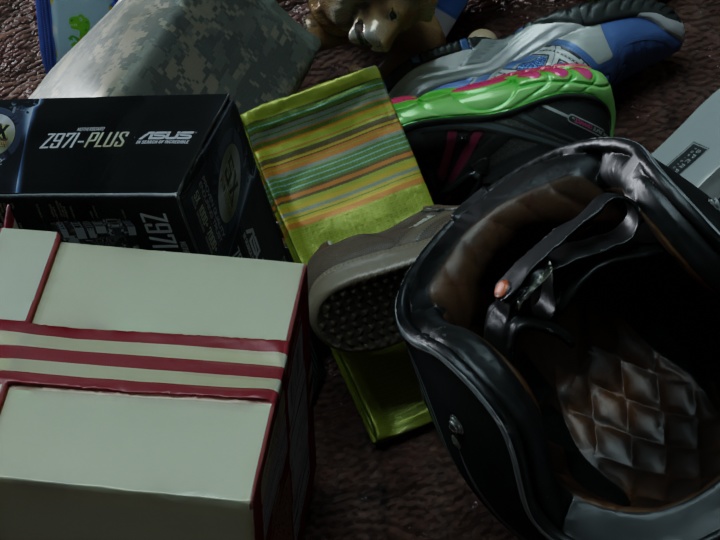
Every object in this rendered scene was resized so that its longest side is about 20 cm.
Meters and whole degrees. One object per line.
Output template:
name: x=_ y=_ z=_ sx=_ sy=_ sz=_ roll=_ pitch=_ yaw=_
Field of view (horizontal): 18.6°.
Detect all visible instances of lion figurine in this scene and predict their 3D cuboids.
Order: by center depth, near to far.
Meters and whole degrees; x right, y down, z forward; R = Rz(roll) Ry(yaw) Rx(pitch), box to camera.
lion figurine: x=0.011 y=-0.153 z=1.375 sx=0.122 sy=0.073 sz=0.200 roll=-10 pitch=-7 yaw=18

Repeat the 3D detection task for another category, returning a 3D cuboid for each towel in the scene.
towel: x=0.007 y=-0.011 z=1.214 sx=0.086 sy=0.018 sz=0.201 roll=-22 pitch=79 yaw=-3

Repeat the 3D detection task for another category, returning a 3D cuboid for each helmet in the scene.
helmet: x=0.127 y=0.053 z=1.049 sx=0.200 sy=0.191 sz=0.200 roll=-33 pitch=21 yaw=15

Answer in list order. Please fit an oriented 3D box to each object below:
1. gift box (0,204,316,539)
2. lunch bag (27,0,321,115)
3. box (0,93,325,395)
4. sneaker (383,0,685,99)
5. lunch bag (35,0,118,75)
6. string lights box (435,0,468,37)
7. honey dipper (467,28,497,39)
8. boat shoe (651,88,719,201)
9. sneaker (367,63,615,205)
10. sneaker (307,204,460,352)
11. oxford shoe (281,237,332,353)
gift box: x=-0.125 y=0.081 z=1.082 sx=0.186 sy=0.201 sz=0.185 roll=4 pitch=40 yaw=7
lunch bag: x=-0.143 y=-0.079 z=1.308 sx=0.200 sy=0.118 sz=0.164 roll=-23 pitch=31 yaw=43
box: x=-0.128 y=0.009 z=1.197 sx=0.163 sy=0.201 sz=0.086 roll=0 pitch=41 yaw=23
sneaker: x=0.114 y=-0.112 z=1.367 sx=0.199 sy=0.076 sz=0.077 roll=-20 pitch=75 yaw=-12
lunch bag: x=-0.140 y=-0.208 z=1.474 sx=0.082 sy=0.162 sz=0.200 roll=7 pitch=23 yaw=25
string lights box: x=0.056 y=-0.255 z=1.478 sx=0.200 sy=0.059 sz=0.103 roll=-58 pitch=40 yaw=10
honey dipper: x=0.041 y=-0.093 z=1.395 sx=0.038 sy=0.038 sz=0.200 roll=9 pitch=41 yaw=31
boat shoe: x=0.172 y=-0.023 z=1.220 sx=0.200 sy=0.064 sz=0.071 roll=-39 pitch=36 yaw=-6
sneaker: x=0.054 y=-0.064 z=1.283 sx=0.199 sy=0.084 sz=0.077 roll=-12 pitch=7 yaw=3
sneaker: x=0.066 y=-0.015 z=1.164 sx=0.199 sy=0.071 sz=0.076 roll=-11 pitch=33 yaw=0
oxford shoe: x=0.000 y=0.000 z=1.271 sx=0.199 sy=0.072 sz=0.071 roll=-2 pitch=34 yaw=3
